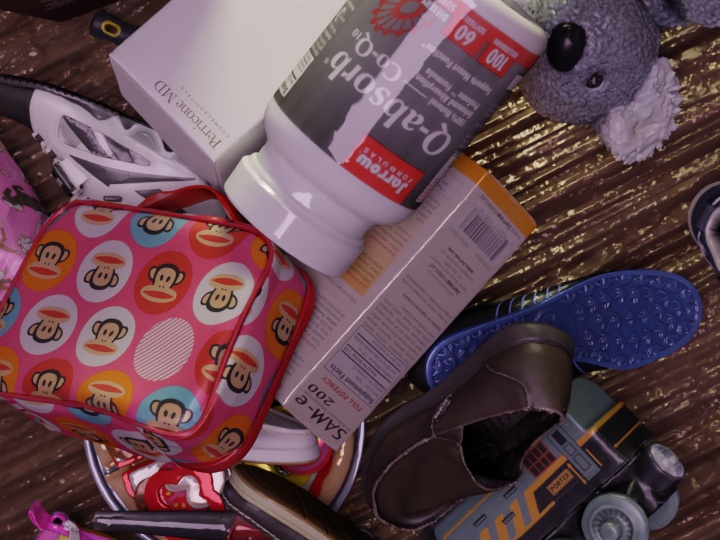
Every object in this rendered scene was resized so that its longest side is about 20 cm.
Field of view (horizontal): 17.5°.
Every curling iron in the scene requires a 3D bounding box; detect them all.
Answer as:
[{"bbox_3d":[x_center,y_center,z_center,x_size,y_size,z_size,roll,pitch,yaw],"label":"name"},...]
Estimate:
[{"bbox_3d":[-0.083,0.184,1.596,0.200,0.026,0.050,9,106,-8],"label":"curling iron"}]

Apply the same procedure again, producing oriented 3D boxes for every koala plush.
[{"bbox_3d":[0.165,-0.178,1.518,0.177,0.184,0.200,28,117,11],"label":"koala plush"}]

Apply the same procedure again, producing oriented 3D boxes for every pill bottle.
[{"bbox_3d":[0.013,-0.101,1.451,0.116,0.116,0.200,39,101,4],"label":"pill bottle"}]

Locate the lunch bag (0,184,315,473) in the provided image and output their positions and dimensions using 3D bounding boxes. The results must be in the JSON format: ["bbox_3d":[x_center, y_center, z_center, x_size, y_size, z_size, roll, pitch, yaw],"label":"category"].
[{"bbox_3d":[-0.134,0.026,1.496,0.200,0.082,0.176,12,71,34],"label":"lunch bag"}]

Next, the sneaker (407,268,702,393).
[{"bbox_3d":[0.125,0.040,1.566,0.200,0.078,0.070,-13,100,-13],"label":"sneaker"}]

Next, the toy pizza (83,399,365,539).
[{"bbox_3d":[-0.097,0.107,1.616,0.200,0.032,0.200,0,93,8],"label":"toy pizza"}]

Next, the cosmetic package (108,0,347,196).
[{"bbox_3d":[-0.055,-0.157,1.538,0.200,0.085,0.108,-44,79,-11],"label":"cosmetic package"}]

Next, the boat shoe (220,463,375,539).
[{"bbox_3d":[-0.021,0.200,1.551,0.200,0.073,0.065,38,97,-25],"label":"boat shoe"}]

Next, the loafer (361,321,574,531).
[{"bbox_3d":[0.064,0.112,1.488,0.073,0.071,0.200,18,134,-24],"label":"loafer"}]

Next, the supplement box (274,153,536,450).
[{"bbox_3d":[0.000,0.000,1.533,0.200,0.074,0.126,-48,46,-1],"label":"supplement box"}]

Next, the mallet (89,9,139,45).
[{"bbox_3d":[-0.098,-0.121,1.604,0.200,0.041,0.066,18,92,11],"label":"mallet"}]

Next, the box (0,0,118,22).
[{"bbox_3d":[-0.178,-0.269,1.522,0.166,0.200,0.164,-20,90,8],"label":"box"}]

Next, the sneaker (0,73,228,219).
[{"bbox_3d":[-0.181,-0.071,1.597,0.200,0.074,0.089,24,94,7],"label":"sneaker"}]

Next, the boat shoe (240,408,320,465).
[{"bbox_3d":[-0.118,0.078,1.566,0.200,0.071,0.069,15,94,8],"label":"boat shoe"}]

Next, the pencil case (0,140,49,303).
[{"bbox_3d":[-0.280,-0.056,1.609,0.083,0.087,0.200,-33,88,39],"label":"pencil case"}]

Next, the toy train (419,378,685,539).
[{"bbox_3d":[0.123,0.163,1.546,0.114,0.085,0.200,48,121,8],"label":"toy train"}]

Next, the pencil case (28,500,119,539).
[{"bbox_3d":[-0.143,0.230,1.602,0.200,0.088,0.088,20,96,4],"label":"pencil case"}]

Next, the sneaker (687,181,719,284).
[{"bbox_3d":[0.306,0.001,1.498,0.202,0.146,0.077,20,94,5],"label":"sneaker"}]
